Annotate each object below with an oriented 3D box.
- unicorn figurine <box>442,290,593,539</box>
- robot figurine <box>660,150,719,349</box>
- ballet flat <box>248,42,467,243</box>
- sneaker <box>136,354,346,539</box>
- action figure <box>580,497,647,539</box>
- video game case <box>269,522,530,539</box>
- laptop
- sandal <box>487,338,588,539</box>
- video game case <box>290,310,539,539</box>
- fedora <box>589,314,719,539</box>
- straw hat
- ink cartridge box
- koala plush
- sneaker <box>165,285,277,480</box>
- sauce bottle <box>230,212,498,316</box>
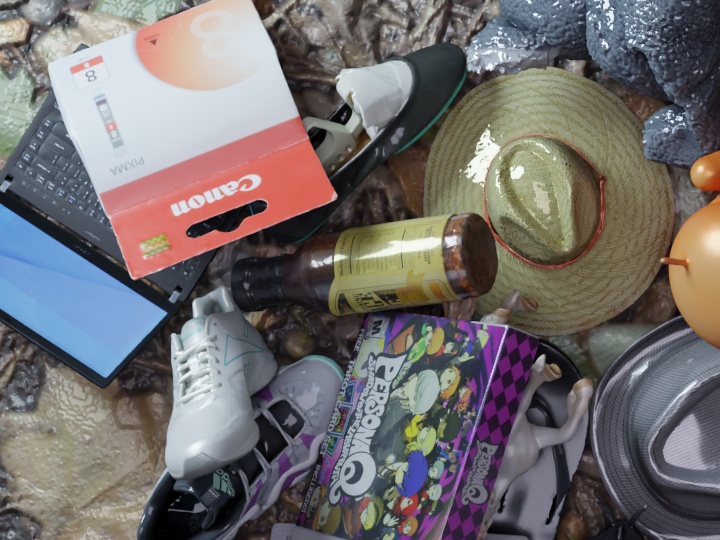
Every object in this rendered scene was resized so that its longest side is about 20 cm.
[{"bbox_3d":[0.097,0.105,1.637,0.074,0.200,0.137,23,119,-30],"label":"unicorn figurine"},{"bbox_3d":[0.295,-0.013,1.600,0.117,0.200,0.144,22,128,42],"label":"robot figurine"},{"bbox_3d":[-0.006,-0.102,1.682,0.200,0.068,0.068,-46,45,3],"label":"ballet flat"},{"bbox_3d":[-0.088,0.145,1.659,0.078,0.140,0.200,41,94,6],"label":"sneaker"},{"bbox_3d":[0.182,0.248,1.646,0.119,0.102,0.200,5,106,6],"label":"action figure"},{"bbox_3d":[0.015,0.274,1.649,0.200,0.024,0.182,1,63,19],"label":"video game case"},{"bbox_3d":[-0.198,-0.044,1.695,0.177,0.103,0.200,33,93,6],"label":"laptop"},{"bbox_3d":[0.125,0.150,1.683,0.076,0.043,0.201,6,90,7],"label":"sandal"},{"bbox_3d":[0.033,0.129,1.611,0.036,0.181,0.200,23,81,-32],"label":"video game case"},{"bbox_3d":[0.264,0.115,1.642,0.200,0.090,0.177,-16,87,7],"label":"fedora"},{"bbox_3d":[0.132,-0.052,1.664,0.201,0.085,0.202,0,89,7],"label":"straw hat"},{"bbox_3d":[-0.125,-0.102,1.649,0.162,0.050,0.200,-22,47,-5],"label":"ink cartridge box"},{"bbox_3d":[0.183,-0.192,1.629,0.200,0.184,0.178,18,78,29],"label":"koala plush"},{"bbox_3d":[-0.111,0.081,1.629,0.070,0.200,0.080,-19,112,12],"label":"sneaker"},{"bbox_3d":[0.000,0.000,1.669,0.200,0.066,0.066,-8,88,30],"label":"sauce bottle"}]
